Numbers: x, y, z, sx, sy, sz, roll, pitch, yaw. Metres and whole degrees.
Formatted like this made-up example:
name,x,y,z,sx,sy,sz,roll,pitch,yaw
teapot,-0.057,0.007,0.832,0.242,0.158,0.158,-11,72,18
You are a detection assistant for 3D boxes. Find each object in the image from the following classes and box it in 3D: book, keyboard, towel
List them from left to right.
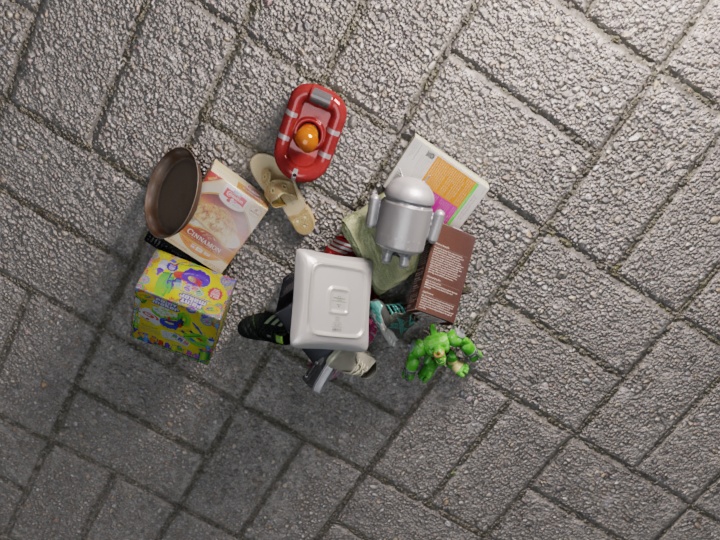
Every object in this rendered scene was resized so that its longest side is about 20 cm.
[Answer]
name,x,y,z,sx,sy,sz,roll,pitch,yaw
keyboard,-0.417,-0.015,1.576,0.198,0.040,0.104,37,154,-14
towel,0.053,-0.061,1.533,0.147,0.036,0.203,-33,108,-13
book,0.165,-0.188,1.498,0.197,0.048,0.135,32,115,-9

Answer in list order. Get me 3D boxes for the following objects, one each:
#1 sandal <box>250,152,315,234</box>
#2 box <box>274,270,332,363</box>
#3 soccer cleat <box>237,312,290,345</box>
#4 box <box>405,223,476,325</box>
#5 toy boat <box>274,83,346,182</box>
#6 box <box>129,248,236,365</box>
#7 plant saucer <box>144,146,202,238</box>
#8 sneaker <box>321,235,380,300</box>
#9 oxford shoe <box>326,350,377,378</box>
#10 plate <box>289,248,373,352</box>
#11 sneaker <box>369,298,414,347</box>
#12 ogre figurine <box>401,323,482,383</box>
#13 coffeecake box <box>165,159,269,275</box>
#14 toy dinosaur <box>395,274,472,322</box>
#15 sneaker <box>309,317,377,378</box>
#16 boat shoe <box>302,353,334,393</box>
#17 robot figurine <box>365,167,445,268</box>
name,x,y,z,sx,sy,sz,roll,pitch,yaw
sandal,-0.171,-0.165,1.511,0.077,0.070,0.214,-31,108,13
box,-0.104,0.084,1.542,0.103,0.201,0.149,-32,108,12
soccer cleat,-0.205,0.145,1.639,0.194,0.081,0.069,1,113,4
box,0.176,0.008,1.499,0.098,0.075,0.205,20,79,-13
toy boat,-0.111,-0.280,1.426,0.128,0.131,0.204,20,113,-5
box,-0.411,0.088,1.571,0.196,0.124,0.194,22,137,-6
plant saucer,-0.404,-0.166,1.484,0.032,0.202,0.201,17,121,-47
sneaker,0.000,0.000,1.571,0.199,0.079,0.116,39,103,-23
oxford shoe,-0.013,0.210,1.551,0.075,0.199,0.058,-44,63,9
plate,-0.052,0.066,1.435,0.196,0.032,0.206,8,82,-35
sneaker,0.074,0.102,1.576,0.090,0.200,0.078,-36,64,-1
ogre figurine,0.187,0.200,1.640,0.195,0.099,0.122,-3,132,21
coffeecake box,-0.321,-0.118,1.530,0.152,0.074,0.201,33,111,-19
toy dinosaur,0.158,0.059,1.571,0.195,0.077,0.105,-7,113,-22
sneaker,-0.039,0.190,1.657,0.199,0.088,0.082,-41,77,-1
boat shoe,-0.071,0.184,1.586,0.065,0.070,0.203,30,91,11
robot figurine,0.095,-0.111,1.453,0.165,0.113,0.205,12,103,0
